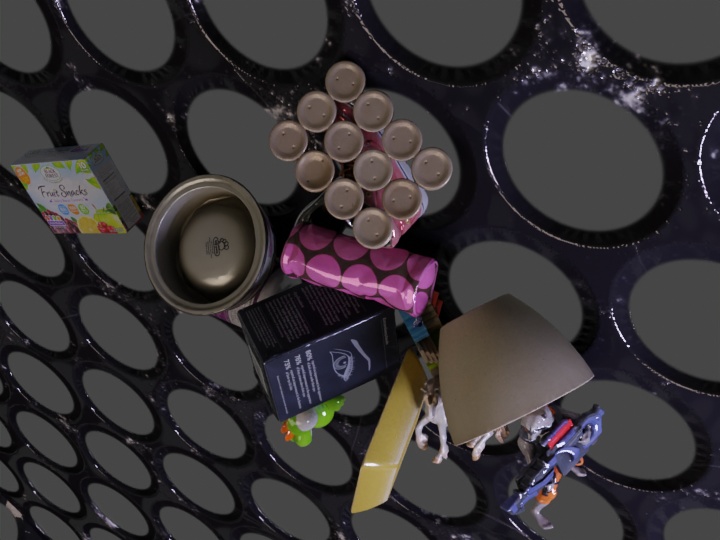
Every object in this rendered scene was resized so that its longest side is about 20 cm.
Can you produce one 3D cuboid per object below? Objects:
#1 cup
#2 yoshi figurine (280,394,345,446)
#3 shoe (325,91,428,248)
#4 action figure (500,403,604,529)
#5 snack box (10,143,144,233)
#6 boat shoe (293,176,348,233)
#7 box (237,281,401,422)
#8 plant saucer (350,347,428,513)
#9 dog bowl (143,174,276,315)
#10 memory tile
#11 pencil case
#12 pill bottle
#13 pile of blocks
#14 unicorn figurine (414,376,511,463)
[{"bbox_3d":[0.179,0.115,1.331,0.200,0.199,0.144,-35,79,51],"label":"cup"},{"bbox_3d":[-0.082,0.192,1.694,0.111,0.113,0.202,-2,123,-12],"label":"yoshi figurine"},{"bbox_3d":[0.002,-0.125,1.286,0.071,0.091,0.201,-18,116,47],"label":"shoe"},{"bbox_3d":[0.243,0.263,1.420,0.104,0.199,0.195,30,146,44],"label":"action figure"},{"bbox_3d":[-0.462,-0.131,1.686,0.199,0.053,0.143,1,127,38],"label":"snack box"},{"bbox_3d":[-0.052,-0.065,1.418,0.068,0.057,0.200,39,142,-2],"label":"boat shoe"},{"bbox_3d":[-0.054,0.097,1.443,0.105,0.198,0.149,57,163,38],"label":"box"},{"bbox_3d":[0.048,0.244,1.518,0.048,0.201,0.201,20,149,6],"label":"plant saucer"},{"bbox_3d":[-0.208,-0.032,1.488,0.199,0.202,0.074,20,180,23],"label":"dog bowl"},{"bbox_3d":[-0.002,-0.138,1.246,0.200,0.017,0.153,46,99,5],"label":"memory tile"},{"bbox_3d":[0.000,0.000,1.344,0.198,0.092,0.094,19,-177,16],"label":"pencil case"},{"bbox_3d":[-0.157,0.035,1.559,0.198,0.112,0.113,20,139,21],"label":"pill bottle"},{"bbox_3d":[0.095,0.073,1.425,0.201,0.062,0.082,61,-178,-30],"label":"pile of blocks"},{"bbox_3d":[0.132,0.205,1.459,0.074,0.199,0.139,33,123,41],"label":"unicorn figurine"}]
